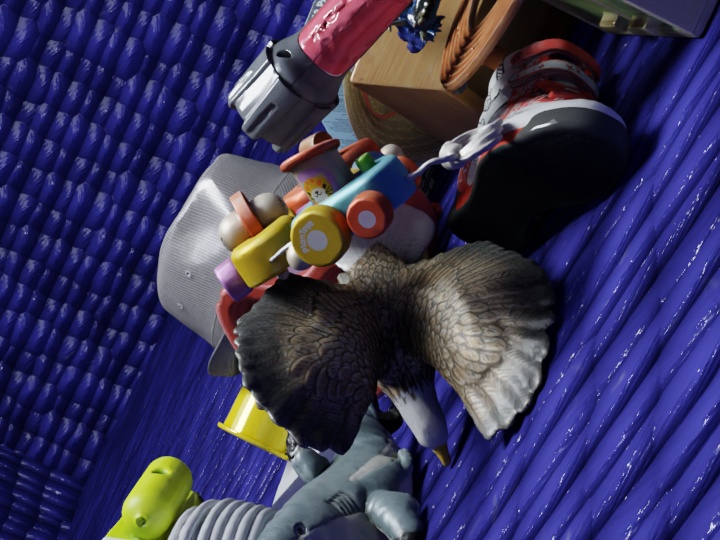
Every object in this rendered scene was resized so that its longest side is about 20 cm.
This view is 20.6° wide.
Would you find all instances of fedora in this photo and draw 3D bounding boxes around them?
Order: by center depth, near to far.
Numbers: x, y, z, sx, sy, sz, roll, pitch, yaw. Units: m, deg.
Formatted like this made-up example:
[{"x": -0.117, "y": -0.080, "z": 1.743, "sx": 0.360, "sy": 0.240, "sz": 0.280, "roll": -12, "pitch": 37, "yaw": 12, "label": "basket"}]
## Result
[{"x": -0.090, "y": -0.019, "z": 1.461, "sx": 0.177, "sy": 0.090, "sz": 0.201, "roll": -57, "pitch": -8, "yaw": -39, "label": "fedora"}]

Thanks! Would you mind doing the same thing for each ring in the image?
[{"x": 0.095, "y": -0.188, "z": 1.081, "sx": 0.202, "sy": 0.019, "sz": 0.201, "roll": -62, "pitch": 10, "yaw": 18, "label": "ring"}]

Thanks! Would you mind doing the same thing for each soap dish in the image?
[{"x": 0.082, "y": -0.183, "z": 1.254, "sx": 0.157, "sy": 0.081, "sz": 0.201, "roll": 24, "pitch": -91, "yaw": -61, "label": "soap dish"}]

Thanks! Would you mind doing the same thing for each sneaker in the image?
[{"x": 0.103, "y": -0.086, "z": 1.087, "sx": 0.201, "sy": 0.067, "sz": 0.109, "roll": 131, "pitch": 160, "yaw": -71, "label": "sneaker"}]

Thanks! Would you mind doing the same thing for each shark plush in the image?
[{"x": -0.008, "y": 0.114, "z": 1.158, "sx": 0.091, "sy": 0.083, "sz": 0.201, "roll": 123, "pitch": 168, "yaw": -45, "label": "shark plush"}]

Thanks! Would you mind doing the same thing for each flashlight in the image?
[{"x": 0.007, "y": -0.146, "z": 1.061, "sx": 0.200, "sy": 0.067, "sz": 0.068, "roll": -45, "pitch": 47, "yaw": 22, "label": "flashlight"}]

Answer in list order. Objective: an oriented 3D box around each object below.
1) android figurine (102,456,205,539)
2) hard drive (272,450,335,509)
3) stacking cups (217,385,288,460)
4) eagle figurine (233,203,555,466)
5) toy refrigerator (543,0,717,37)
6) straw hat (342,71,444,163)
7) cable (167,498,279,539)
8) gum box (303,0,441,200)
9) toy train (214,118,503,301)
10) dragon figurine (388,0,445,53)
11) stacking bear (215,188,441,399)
[{"x": -0.131, "y": 0.209, "z": 1.190, "sx": 0.200, "sy": 0.041, "sz": 0.184, "roll": -52, "pitch": -33, "yaw": -73, "label": "android figurine"}, {"x": -0.008, "y": 0.072, "z": 1.475, "sx": 0.132, "sy": 0.026, "sz": 0.201, "roll": 128, "pitch": 164, "yaw": -58, "label": "hard drive"}, {"x": -0.040, "y": 0.037, "z": 1.476, "sx": 0.060, "sy": 0.060, "sz": 0.201, "roll": 172, "pitch": 122, "yaw": -80, "label": "stacking cups"}, {"x": 0.019, "y": 0.040, "z": 1.088, "sx": 0.152, "sy": 0.150, "sz": 0.200, "roll": -56, "pitch": -3, "yaw": -5, "label": "eagle figurine"}, {"x": 0.138, "y": -0.169, "z": 1.078, "sx": 0.070, "sy": 0.075, "sz": 0.200, "roll": -65, "pitch": 9, "yaw": 4, "label": "toy refrigerator"}, {"x": 0.028, "y": -0.174, "z": 1.348, "sx": 0.085, "sy": 0.201, "sz": 0.202, "roll": 23, "pitch": 88, "yaw": 38, "label": "straw hat"}, {"x": -0.083, "y": 0.234, "z": 1.155, "sx": 0.200, "sy": 0.069, "sz": 0.202, "roll": 67, "pitch": -150, "yaw": -73, "label": "cable"}, {"x": 0.025, "y": -0.161, "z": 1.493, "sx": 0.200, "sy": 0.044, "sz": 0.171, "roll": 61, "pitch": -138, "yaw": -52, "label": "gum box"}, {"x": -0.014, "y": -0.051, "z": 1.071, "sx": 0.150, "sy": 0.056, "sz": 0.200, "roll": -40, "pitch": 9, "yaw": -24, "label": "toy train"}, {"x": 0.054, "y": -0.200, "z": 1.106, "sx": 0.200, "sy": 0.058, "sz": 0.100, "roll": 127, "pitch": 165, "yaw": -60, "label": "dragon figurine"}, {"x": 0.000, "y": 0.000, "z": 1.361, "sx": 0.121, "sy": 0.114, "sz": 0.200, "roll": -18, "pitch": 21, "yaw": 25, "label": "stacking bear"}]
